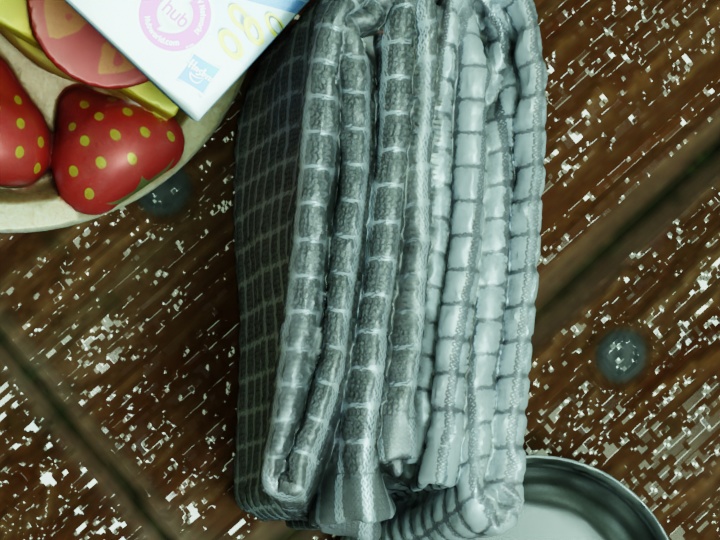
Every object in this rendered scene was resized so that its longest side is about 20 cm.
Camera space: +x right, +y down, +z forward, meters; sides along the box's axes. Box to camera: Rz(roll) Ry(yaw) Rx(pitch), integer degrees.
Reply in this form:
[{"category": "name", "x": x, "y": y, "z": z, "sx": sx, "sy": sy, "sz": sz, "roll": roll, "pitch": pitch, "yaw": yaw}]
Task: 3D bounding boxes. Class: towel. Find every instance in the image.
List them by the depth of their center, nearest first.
[{"category": "towel", "x": 0.000, "y": 0.000, "z": 1.040, "sx": 0.085, "sy": 0.166, "sz": 0.201, "roll": 6, "pitch": 82, "yaw": -13}]

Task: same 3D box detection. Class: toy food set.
[{"category": "toy food set", "x": -0.129, "y": -0.115, "z": 1.072, "sx": 0.199, "sy": 0.049, "sz": 0.199, "roll": 27, "pitch": 81, "yaw": -12}]

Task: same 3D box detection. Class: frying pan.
[{"category": "frying pan", "x": 0.035, "y": 0.150, "z": 1.116, "sx": 0.190, "sy": 0.031, "sz": 0.115, "roll": -37, "pitch": 92, "yaw": -1}]

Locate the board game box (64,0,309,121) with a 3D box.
[{"category": "board game box", "x": -0.064, "y": -0.190, "z": 1.014, "sx": 0.200, "sy": 0.056, "sz": 0.196, "roll": 42, "pitch": 90, "yaw": -14}]
